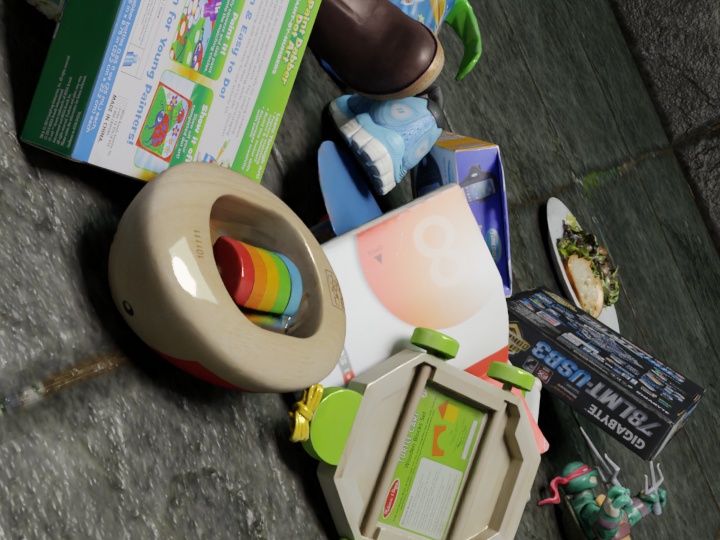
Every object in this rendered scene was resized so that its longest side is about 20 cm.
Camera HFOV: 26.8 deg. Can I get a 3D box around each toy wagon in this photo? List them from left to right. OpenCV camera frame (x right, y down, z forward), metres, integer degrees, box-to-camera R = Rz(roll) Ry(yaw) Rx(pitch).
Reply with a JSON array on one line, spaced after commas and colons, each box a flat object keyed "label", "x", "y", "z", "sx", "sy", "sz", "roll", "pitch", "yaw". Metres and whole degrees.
[{"label": "toy wagon", "x": 0.031, "y": 0.117, "z": 0.976, "sx": 0.199, "sy": 0.039, "sz": 0.156, "roll": 25, "pitch": 80, "yaw": -31}]

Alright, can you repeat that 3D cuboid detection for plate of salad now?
[{"label": "plate of salad", "x": 0.277, "y": 0.001, "z": 1.815, "sx": 0.200, "sy": 0.048, "sz": 0.201, "roll": 51, "pitch": 25, "yaw": -35}]

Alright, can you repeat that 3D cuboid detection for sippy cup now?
[{"label": "sippy cup", "x": 0.018, "y": -0.231, "z": 1.324, "sx": 0.140, "sy": 0.176, "sz": 0.131, "roll": 85, "pitch": 12, "yaw": -49}]

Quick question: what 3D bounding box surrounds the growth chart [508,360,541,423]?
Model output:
[{"label": "growth chart", "x": 0.071, "y": 0.048, "z": 1.125, "sx": 0.200, "sy": 0.018, "sz": 0.145, "roll": 46, "pitch": 18, "yaw": -15}]

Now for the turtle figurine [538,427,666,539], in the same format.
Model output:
[{"label": "turtle figurine", "x": 0.239, "y": 0.238, "z": 1.389, "sx": 0.149, "sy": 0.100, "sz": 0.201, "roll": -10, "pitch": 73, "yaw": -63}]

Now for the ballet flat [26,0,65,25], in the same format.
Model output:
[{"label": "ballet flat", "x": -0.165, "y": -0.208, "z": 0.926, "sx": 0.064, "sy": 0.076, "sz": 0.200, "roll": 24, "pitch": 27, "yaw": -10}]

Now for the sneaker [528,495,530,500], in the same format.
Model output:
[{"label": "sneaker", "x": 0.076, "y": 0.106, "z": 1.160, "sx": 0.200, "sy": 0.073, "sz": 0.119, "roll": 48, "pitch": 31, "yaw": -61}]

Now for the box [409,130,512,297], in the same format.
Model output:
[{"label": "box", "x": 0.080, "y": -0.047, "z": 1.225, "sx": 0.200, "sy": 0.041, "sz": 0.120, "roll": -135, "pitch": -142, "yaw": -78}]

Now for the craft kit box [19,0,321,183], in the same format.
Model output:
[{"label": "craft kit box", "x": -0.096, "y": -0.146, "z": 0.891, "sx": 0.197, "sy": 0.048, "sz": 0.201, "roll": 18, "pitch": 92, "yaw": -61}]

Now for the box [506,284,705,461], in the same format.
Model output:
[{"label": "box", "x": 0.222, "y": 0.091, "z": 1.439, "sx": 0.199, "sy": 0.050, "sz": 0.198, "roll": 35, "pitch": 14, "yaw": 14}]

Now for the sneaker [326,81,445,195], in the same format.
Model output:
[{"label": "sneaker", "x": 0.031, "y": -0.117, "z": 1.230, "sx": 0.079, "sy": 0.090, "sz": 0.200, "roll": 57, "pitch": 2, "yaw": -16}]

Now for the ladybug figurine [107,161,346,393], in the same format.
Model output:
[{"label": "ladybug figurine", "x": -0.078, "y": 0.011, "z": 0.878, "sx": 0.200, "sy": 0.072, "sz": 0.137, "roll": 24, "pitch": 48, "yaw": -56}]

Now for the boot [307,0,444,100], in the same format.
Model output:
[{"label": "boot", "x": -0.039, "y": -0.212, "z": 1.148, "sx": 0.166, "sy": 0.073, "sz": 0.200, "roll": 39, "pitch": -2, "yaw": -43}]

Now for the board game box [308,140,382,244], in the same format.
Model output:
[{"label": "board game box", "x": 0.000, "y": 0.000, "z": 1.147, "sx": 0.201, "sy": 0.039, "sz": 0.158, "roll": 61, "pitch": 14, "yaw": -21}]

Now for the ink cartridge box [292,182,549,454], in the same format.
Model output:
[{"label": "ink cartridge box", "x": 0.035, "y": 0.064, "z": 1.011, "sx": 0.201, "sy": 0.161, "sz": 0.050, "roll": 64, "pitch": -25, "yaw": -1}]
